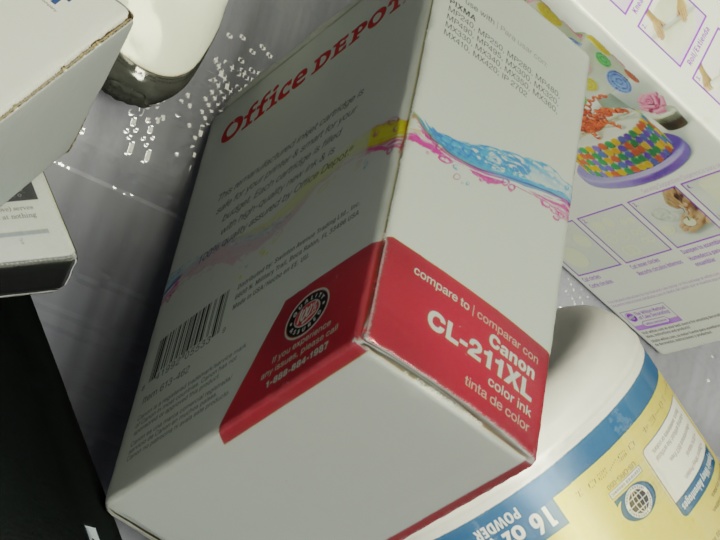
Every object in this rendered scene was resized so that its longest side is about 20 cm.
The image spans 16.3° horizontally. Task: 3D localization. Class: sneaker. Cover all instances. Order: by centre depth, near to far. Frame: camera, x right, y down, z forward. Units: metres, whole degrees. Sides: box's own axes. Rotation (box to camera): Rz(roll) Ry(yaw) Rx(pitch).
[{"bbox_3d":[-0.063,-0.159,0.985,0.074,0.080,0.200,25,68,-28],"label":"sneaker"}]

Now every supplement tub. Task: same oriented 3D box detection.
[{"bbox_3d":[0.091,0.130,0.977,0.145,0.145,0.200,-41,102,-33],"label":"supplement tub"}]

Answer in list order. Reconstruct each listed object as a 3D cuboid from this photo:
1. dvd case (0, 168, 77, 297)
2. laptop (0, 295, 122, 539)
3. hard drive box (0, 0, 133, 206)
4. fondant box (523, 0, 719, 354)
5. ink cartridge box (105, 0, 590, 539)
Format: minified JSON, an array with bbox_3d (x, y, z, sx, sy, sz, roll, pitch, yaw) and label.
[{"bbox_3d":[-0.197,-0.071,0.854,0.150,0.025,0.200,-7,58,-32],"label":"dvd case"},{"bbox_3d":[-0.195,0.054,0.845,0.200,0.103,0.177,-18,60,-13],"label":"laptop"},{"bbox_3d":[-0.193,-0.059,0.775,0.156,0.077,0.200,39,46,7],"label":"hard drive box"},{"bbox_3d":[0.112,-0.056,1.035,0.200,0.144,0.058,40,61,-20],"label":"fondant box"},{"bbox_3d":[0.000,0.000,0.915,0.083,0.146,0.200,35,44,-23],"label":"ink cartridge box"}]
